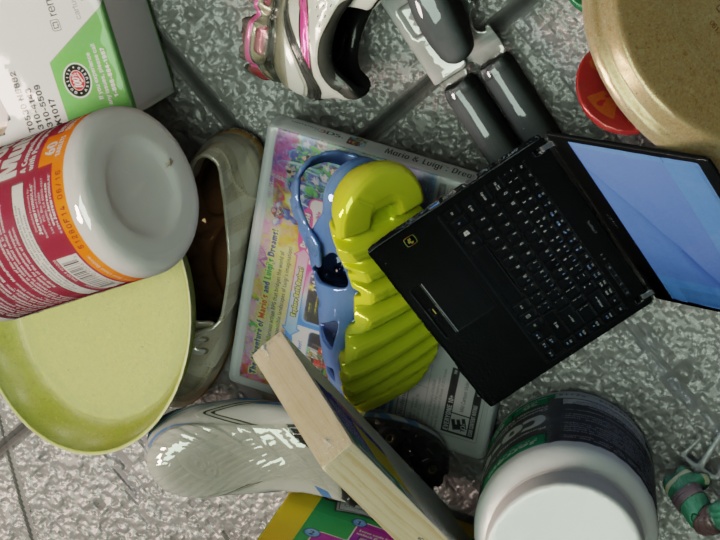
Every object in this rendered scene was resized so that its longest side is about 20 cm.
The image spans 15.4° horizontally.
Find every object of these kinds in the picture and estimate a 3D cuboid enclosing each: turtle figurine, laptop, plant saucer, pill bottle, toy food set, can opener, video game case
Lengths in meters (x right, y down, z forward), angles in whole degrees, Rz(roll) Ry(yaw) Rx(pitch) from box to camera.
[{"bbox_3d":[0.259,0.167,1.686,0.150,0.101,0.200,14,115,11],"label":"turtle figurine"},{"bbox_3d":[0.140,0.010,1.620,0.200,0.103,0.177,-33,133,5],"label":"laptop"},{"bbox_3d":[-0.177,0.021,1.768,0.200,0.031,0.200,5,99,39],"label":"plant saucer"},{"bbox_3d":[-0.208,-0.029,1.697,0.200,0.110,0.110,-16,101,38],"label":"pill bottle"},{"bbox_3d":[0.213,-0.148,1.582,0.200,0.049,0.198,35,69,-10],"label":"toy food set"},{"bbox_3d":[0.076,-0.110,1.674,0.053,0.066,0.200,-30,101,23],"label":"can opener"},{"bbox_3d":[0.128,0.150,1.651,0.113,0.200,0.113,1,101,5],"label":"pill bottle"},{"bbox_3d":[0.014,0.012,1.726,0.182,0.024,0.200,17,122,11],"label":"video game case"}]

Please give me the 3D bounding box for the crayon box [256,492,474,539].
[{"bbox_3d":[0.026,0.217,1.720,0.200,0.173,0.058,19,115,10],"label":"crayon box"}]

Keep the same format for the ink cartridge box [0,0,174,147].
[{"bbox_3d":[-0.242,-0.154,1.737,0.200,0.084,0.145,-13,102,20],"label":"ink cartridge box"}]

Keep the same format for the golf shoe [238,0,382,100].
[{"bbox_3d":[-0.013,-0.203,1.657,0.092,0.073,0.200,23,118,28],"label":"golf shoe"}]

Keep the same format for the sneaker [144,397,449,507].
[{"bbox_3d":[-0.041,0.114,1.750,0.200,0.072,0.072,2,114,-2],"label":"sneaker"}]

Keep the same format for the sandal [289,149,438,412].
[{"bbox_3d":[0.000,0.000,1.676,0.087,0.079,0.200,41,143,43],"label":"sandal"}]

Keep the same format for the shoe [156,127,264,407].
[{"bbox_3d":[-0.112,0.002,1.762,0.070,0.053,0.200,18,110,10],"label":"shoe"}]

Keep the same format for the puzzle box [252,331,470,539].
[{"bbox_3d":[0.017,0.134,1.644,0.025,0.133,0.200,-40,125,3],"label":"puzzle box"}]
